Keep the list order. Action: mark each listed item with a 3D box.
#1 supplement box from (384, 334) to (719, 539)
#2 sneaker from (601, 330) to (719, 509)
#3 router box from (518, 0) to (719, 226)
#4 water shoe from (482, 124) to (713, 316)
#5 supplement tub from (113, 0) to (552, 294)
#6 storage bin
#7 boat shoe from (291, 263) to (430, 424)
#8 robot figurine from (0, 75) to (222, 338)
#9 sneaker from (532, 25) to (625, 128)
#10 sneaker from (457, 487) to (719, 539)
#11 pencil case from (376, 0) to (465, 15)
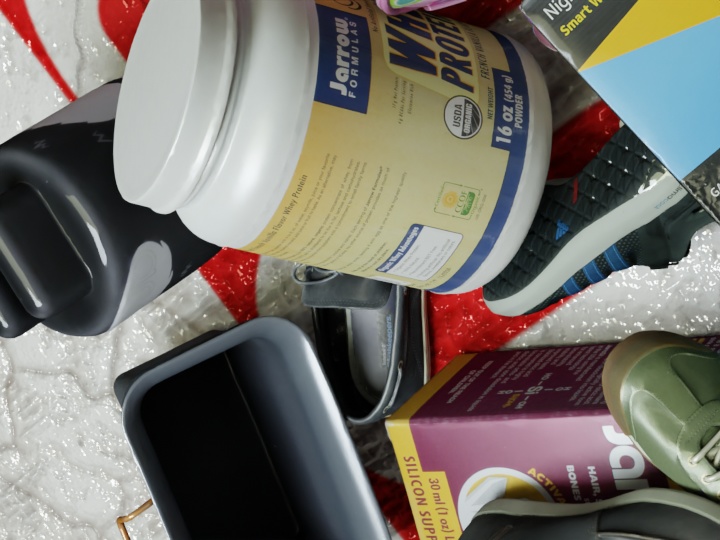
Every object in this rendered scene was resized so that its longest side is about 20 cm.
[{"bbox_3d":[0.133,0.118,1.028,0.199,0.103,0.132,-7,107,32],"label":"supplement box"},{"bbox_3d":[0.208,0.108,0.889,0.067,0.090,0.200,-47,109,-2],"label":"sneaker"},{"bbox_3d":[0.196,-0.139,0.850,0.200,0.051,0.149,-44,89,10],"label":"router box"},{"bbox_3d":[0.138,-0.016,0.979,0.078,0.072,0.200,21,152,-20],"label":"water shoe"},{"bbox_3d":[-0.016,-0.074,0.948,0.199,0.145,0.145,12,129,-25],"label":"supplement tub"},{"bbox_3d":[-0.086,0.134,1.133,0.201,0.145,0.134,68,163,-11],"label":"storage bin"},{"bbox_3d":[0.000,0.000,1.079,0.074,0.062,0.202,5,113,31],"label":"boat shoe"},{"bbox_3d":[-0.146,-0.042,1.060,0.150,0.200,0.126,21,130,31],"label":"robot figurine"},{"bbox_3d":[0.108,-0.164,0.930,0.090,0.075,0.201,-37,90,32],"label":"sneaker"},{"bbox_3d":[0.111,0.172,0.910,0.199,0.106,0.075,-11,119,49],"label":"sneaker"},{"bbox_3d":[0.011,-0.231,0.917,0.087,0.087,0.201,-35,72,37],"label":"pencil case"}]
